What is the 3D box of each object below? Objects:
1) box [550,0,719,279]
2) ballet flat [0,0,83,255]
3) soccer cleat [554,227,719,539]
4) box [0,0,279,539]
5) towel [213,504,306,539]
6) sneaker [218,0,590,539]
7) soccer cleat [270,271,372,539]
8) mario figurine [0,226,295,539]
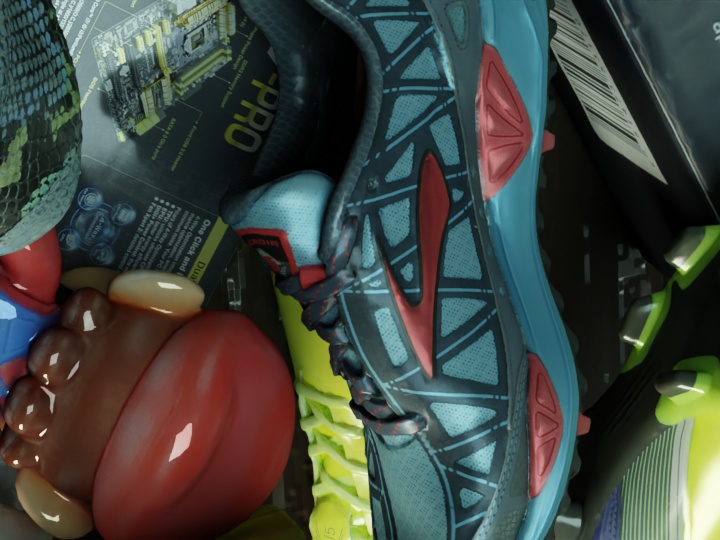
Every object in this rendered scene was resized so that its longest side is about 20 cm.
[{"bbox_3d":[0.146,-0.114,0.777,0.200,0.117,0.197,-32,114,-5],"label":"box"},{"bbox_3d":[-0.119,-0.101,0.650,0.074,0.074,0.200,-18,76,-12],"label":"ballet flat"},{"bbox_3d":[0.110,0.042,0.733,0.084,0.065,0.200,18,135,-21],"label":"soccer cleat"},{"bbox_3d":[-0.113,-0.032,0.758,0.161,0.049,0.200,25,98,-21],"label":"box"},{"bbox_3d":[-0.057,0.089,0.734,0.086,0.200,0.018,-18,89,-5],"label":"towel"},{"bbox_3d":[0.000,0.000,0.722,0.095,0.079,0.200,2,79,-35],"label":"sneaker"},{"bbox_3d":[0.010,0.071,0.821,0.084,0.065,0.200,-28,113,-5],"label":"soccer cleat"},{"bbox_3d":[-0.111,0.013,0.719,0.200,0.106,0.123,26,138,-15],"label":"mario figurine"}]
